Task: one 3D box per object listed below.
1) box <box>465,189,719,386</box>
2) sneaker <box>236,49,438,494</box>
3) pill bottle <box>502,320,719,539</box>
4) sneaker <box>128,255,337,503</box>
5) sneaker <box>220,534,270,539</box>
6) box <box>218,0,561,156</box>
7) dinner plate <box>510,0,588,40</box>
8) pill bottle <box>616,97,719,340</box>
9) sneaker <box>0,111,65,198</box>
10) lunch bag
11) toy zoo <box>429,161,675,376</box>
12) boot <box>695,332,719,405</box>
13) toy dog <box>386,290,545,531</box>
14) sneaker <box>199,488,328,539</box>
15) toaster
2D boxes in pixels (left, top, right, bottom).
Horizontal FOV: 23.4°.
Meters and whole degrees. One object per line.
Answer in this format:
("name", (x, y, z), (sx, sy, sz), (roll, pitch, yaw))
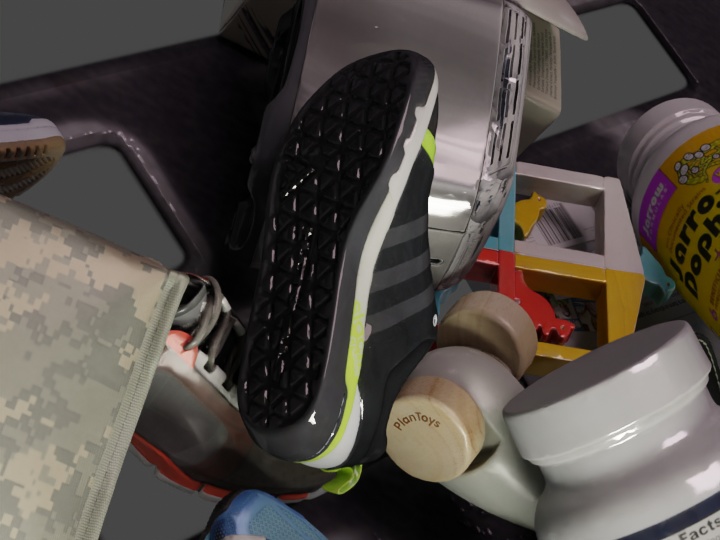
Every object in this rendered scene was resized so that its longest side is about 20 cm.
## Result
("box", (0.160, 0.047, 1.011), (0.156, 0.041, 0.200), (-16, 68, -43))
("sneaker", (0.000, 0.000, 0.797), (0.083, 0.072, 0.201), (27, 77, -47))
("pill bottle", (0.148, 0.132, 0.784), (0.116, 0.116, 0.201), (-27, 92, -47))
("sneaker", (-0.078, 0.044, 0.792), (0.199, 0.082, 0.077), (25, 46, -21))
("sneaker", (-0.029, 0.217, 0.709), (0.115, 0.080, 0.200), (15, 57, -34))
("box", (0.021, -0.140, 1.025), (0.200, 0.068, 0.082), (26, 44, -20))
("dinner plate", (0.047, -0.189, 0.998), (0.200, 0.024, 0.200), (28, 9, -5))
("pill bottle", (0.217, -0.020, 0.966), (0.104, 0.104, 0.200), (16, 24, -29))
("sneaker", (-0.232, -0.072, 0.770), (0.200, 0.070, 0.109), (-15, 71, -41))
("lunch bag", (-0.179, 0.067, 0.663), (0.164, 0.118, 0.201), (23, 75, -19))
("toy zoo", (0.074, -0.006, 0.944), (0.199, 0.020, 0.132), (10, 53, -7))
("boot", (0.219, 0.123, 0.866), (0.073, 0.153, 0.204), (-3, 84, -48))
("toy dog", (0.065, 0.115, 0.866), (0.132, 0.096, 0.201), (-16, 84, -47))
("sneaker", (0.016, 0.164, 0.767), (0.200, 0.090, 0.078), (43, 42, -1))
("toaster", (0.012, -0.082, 0.899), (0.129, 0.114, 0.201), (14, 56, -7))
